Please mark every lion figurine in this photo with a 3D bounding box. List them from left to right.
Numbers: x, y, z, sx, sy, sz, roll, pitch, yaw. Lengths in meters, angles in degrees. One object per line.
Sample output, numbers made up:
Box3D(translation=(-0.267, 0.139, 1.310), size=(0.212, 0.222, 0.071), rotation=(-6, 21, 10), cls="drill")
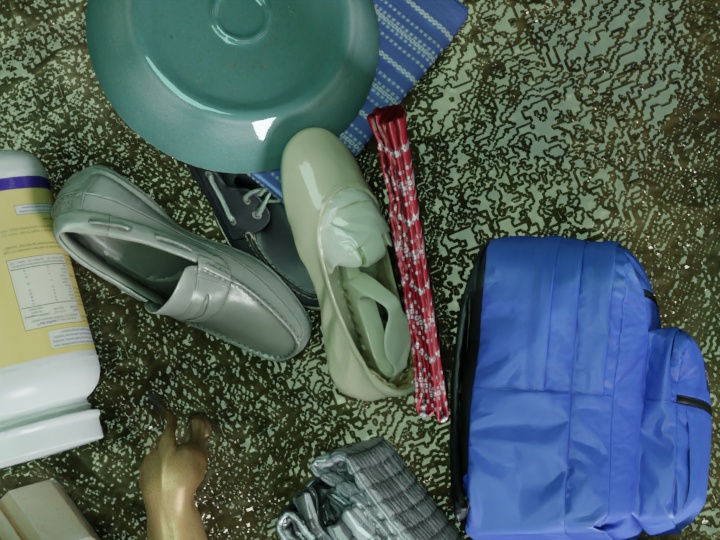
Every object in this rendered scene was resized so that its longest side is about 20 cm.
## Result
Box3D(translation=(-0.119, 0.177, 1.471), size=(0.072, 0.122, 0.200), rotation=(-19, 85, 3), cls="lion figurine")

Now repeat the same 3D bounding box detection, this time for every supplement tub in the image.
Box3D(translation=(-0.258, 0.033, 1.478), size=(0.145, 0.145, 0.200), rotation=(-17, 85, 3), cls="supplement tub")

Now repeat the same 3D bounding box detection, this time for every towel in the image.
Box3D(translation=(-0.035, -0.151, 1.504), size=(0.145, 0.024, 0.200), rotation=(39, 71, 0), cls="towel")
Box3D(translation=(0.026, 0.210, 1.438), size=(0.086, 0.166, 0.200), rotation=(-39, 84, 7), cls="towel")
Box3D(translation=(0.033, -0.009, 1.434), size=(0.022, 0.145, 0.200), rotation=(-9, 96, 4), cls="towel")

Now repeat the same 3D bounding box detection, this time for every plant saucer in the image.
Box3D(translation=(-0.081, -0.165, 1.467), size=(0.200, 0.036, 0.200), rotation=(3, 76, -11), cls="plant saucer")

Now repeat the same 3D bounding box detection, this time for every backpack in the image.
Box3D(translation=(0.144, 0.078, 1.441), size=(0.167, 0.163, 0.200), rotation=(-1, 77, 6), cls="backpack")

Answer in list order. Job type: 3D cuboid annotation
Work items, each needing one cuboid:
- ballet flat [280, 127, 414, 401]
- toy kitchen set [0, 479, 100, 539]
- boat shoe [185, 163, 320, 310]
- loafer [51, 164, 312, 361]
Box3D(translation=(0.000, 0.000, 1.465), size=(0.069, 0.069, 0.200), rotation=(-13, 116, 3), cls="ballet flat")
Box3D(translation=(-0.277, 0.191, 1.421), size=(0.163, 0.180, 0.200), rotation=(-43, 53, 0), cls="toy kitchen set")
Box3D(translation=(-0.076, -0.057, 1.511), size=(0.073, 0.063, 0.200), rotation=(-35, 85, 2), cls="boat shoe")
Box3D(translation=(-0.122, 0.008, 1.482), size=(0.200, 0.070, 0.070), rotation=(32, 130, -16), cls="loafer")
